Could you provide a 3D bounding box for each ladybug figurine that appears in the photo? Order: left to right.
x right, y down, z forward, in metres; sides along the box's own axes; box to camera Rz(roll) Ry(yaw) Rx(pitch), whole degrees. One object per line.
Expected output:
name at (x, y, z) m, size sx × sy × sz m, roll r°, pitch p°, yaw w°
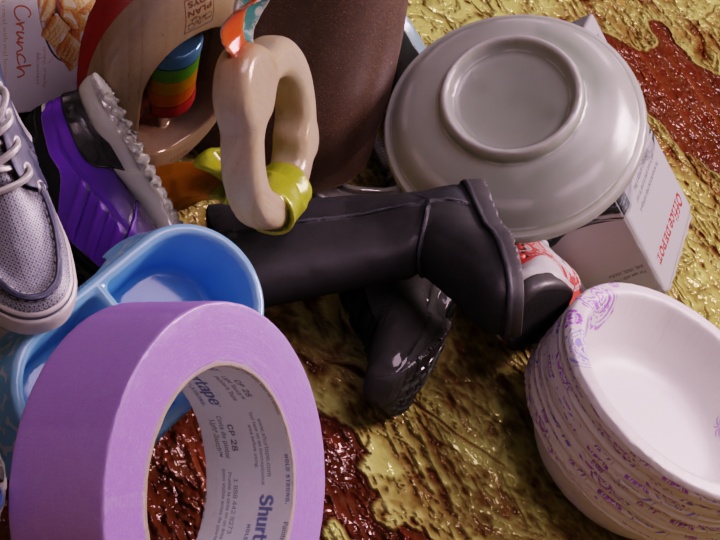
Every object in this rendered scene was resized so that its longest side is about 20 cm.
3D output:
ladybug figurine at (-0.140, -0.148, 1.198) m, size 0.135 × 0.201 × 0.072 m, roll -32°, pitch 67°, yaw -32°

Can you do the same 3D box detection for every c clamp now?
c clamp at (-0.012, -0.118, 1.421) m, size 0.170 × 0.027 × 0.201 m, roll 9°, pitch 44°, yaw -36°

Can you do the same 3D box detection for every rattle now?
rattle at (-0.103, -0.118, 1.143) m, size 0.142 × 0.200 × 0.131 m, roll 21°, pitch 67°, yaw 26°

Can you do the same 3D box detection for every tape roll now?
tape roll at (-0.098, 0.118, 0.947) m, size 0.199 × 0.065 × 0.203 m, roll 5°, pitch 84°, yaw -58°

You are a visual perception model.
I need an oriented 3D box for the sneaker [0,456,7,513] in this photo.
sneaker at (-0.274, 0.104, 0.907) m, size 0.198 × 0.085 × 0.078 m, roll 21°, pitch 60°, yaw 10°

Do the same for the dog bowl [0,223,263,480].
dog bowl at (-0.136, 0.049, 1.038) m, size 0.112 × 0.050 × 0.200 m, roll 50°, pitch 58°, yaw -4°

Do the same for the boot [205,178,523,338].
boot at (0.000, 0.000, 1.186) m, size 0.198 × 0.066 × 0.165 m, roll -4°, pitch 28°, yaw -8°

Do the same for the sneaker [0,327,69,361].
sneaker at (-0.245, -0.022, 1.060) m, size 0.200 × 0.081 × 0.075 m, roll 42°, pitch 33°, yaw 3°

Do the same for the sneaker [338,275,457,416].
sneaker at (0.021, 0.032, 1.258) m, size 0.090 × 0.076 × 0.200 m, roll 27°, pitch 28°, yaw -1°

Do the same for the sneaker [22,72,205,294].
sneaker at (-0.165, -0.017, 1.136) m, size 0.202 × 0.099 × 0.070 m, roll 64°, pitch 1°, yaw -9°

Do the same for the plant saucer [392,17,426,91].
plant saucer at (0.029, -0.187, 1.463) m, size 0.202 × 0.038 × 0.201 m, roll 57°, pitch 8°, yaw -12°

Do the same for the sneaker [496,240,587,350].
sneaker at (0.112, -0.001, 1.326) m, size 0.108 × 0.067 × 0.201 m, roll 50°, pitch 12°, yaw 14°

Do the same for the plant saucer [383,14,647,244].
plant saucer at (0.113, -0.118, 1.304) m, size 0.198 × 0.050 × 0.202 m, roll -4°, pitch 62°, yaw 7°

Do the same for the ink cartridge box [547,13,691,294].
ink cartridge box at (0.187, -0.084, 1.445) m, size 0.201 × 0.082 × 0.147 m, roll 59°, pitch 31°, yaw -18°

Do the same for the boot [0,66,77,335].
boot at (-0.216, -0.065, 0.989) m, size 0.072 × 0.091 × 0.201 m, roll -23°, pitch 69°, yaw -25°

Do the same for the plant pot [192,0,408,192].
plant pot at (-0.039, -0.196, 1.310) m, size 0.185 × 0.201 × 0.188 m, roll 16°, pitch 42°, yaw -15°

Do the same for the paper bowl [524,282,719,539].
paper bowl at (0.207, 0.115, 1.289) m, size 0.199 × 0.105 × 0.202 m, roll 24°, pitch 38°, yaw -20°

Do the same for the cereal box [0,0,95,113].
cereal box at (-0.231, -0.182, 1.207) m, size 0.039 × 0.146 × 0.199 m, roll 10°, pitch 18°, yaw 38°
